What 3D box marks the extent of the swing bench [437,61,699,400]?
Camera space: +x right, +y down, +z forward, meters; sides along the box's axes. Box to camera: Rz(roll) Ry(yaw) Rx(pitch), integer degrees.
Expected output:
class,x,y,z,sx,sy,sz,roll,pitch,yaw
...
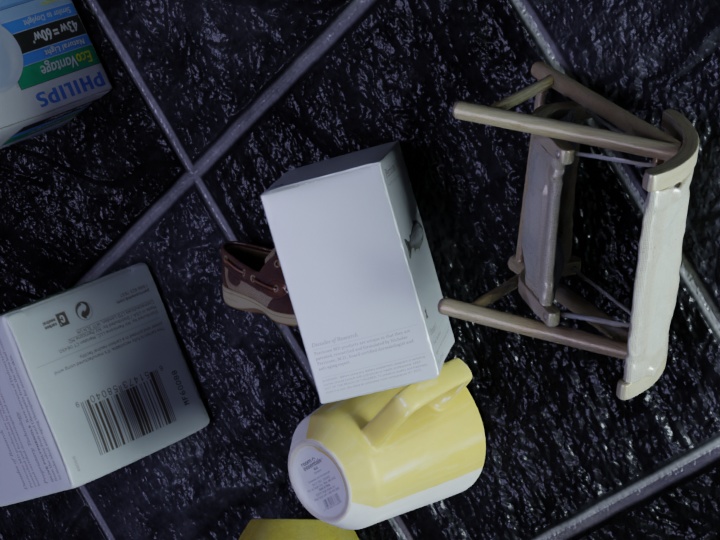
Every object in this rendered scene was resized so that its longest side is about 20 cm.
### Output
class,x,y,z,sx,sy,sz,roll,pitch,yaw
swing bench,0.182,-0.036,1.606,0.199,0.130,0.200,24,124,31

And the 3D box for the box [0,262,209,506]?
class,x,y,z,sx,sy,sz,roll,pitch,yaw
box,-0.313,0.124,2.148,0.171,0.198,0.201,-20,92,49

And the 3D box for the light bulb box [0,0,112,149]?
class,x,y,z,sx,sy,sz,roll,pitch,yaw
light bulb box,-0.401,-0.231,2.067,0.125,0.198,0.201,-25,91,50

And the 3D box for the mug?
class,x,y,z,sx,sy,sz,roll,pitch,yaw
mug,0.014,0.153,1.851,0.149,0.153,0.188,28,127,36

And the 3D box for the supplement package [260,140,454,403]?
class,x,y,z,sx,sy,sz,roll,pitch,yaw
supplement package,0.000,0.000,1.788,0.117,0.117,0.201,-14,101,14

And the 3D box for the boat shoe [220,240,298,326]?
class,x,y,z,sx,sy,sz,roll,pitch,yaw
boat shoe,-0.070,0.005,1.933,0.199,0.072,0.072,12,119,50

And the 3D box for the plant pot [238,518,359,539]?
class,x,y,z,sx,sy,sz,roll,pitch,yaw
plant pot,-0.063,0.325,2.014,0.199,0.199,0.143,-8,77,48
